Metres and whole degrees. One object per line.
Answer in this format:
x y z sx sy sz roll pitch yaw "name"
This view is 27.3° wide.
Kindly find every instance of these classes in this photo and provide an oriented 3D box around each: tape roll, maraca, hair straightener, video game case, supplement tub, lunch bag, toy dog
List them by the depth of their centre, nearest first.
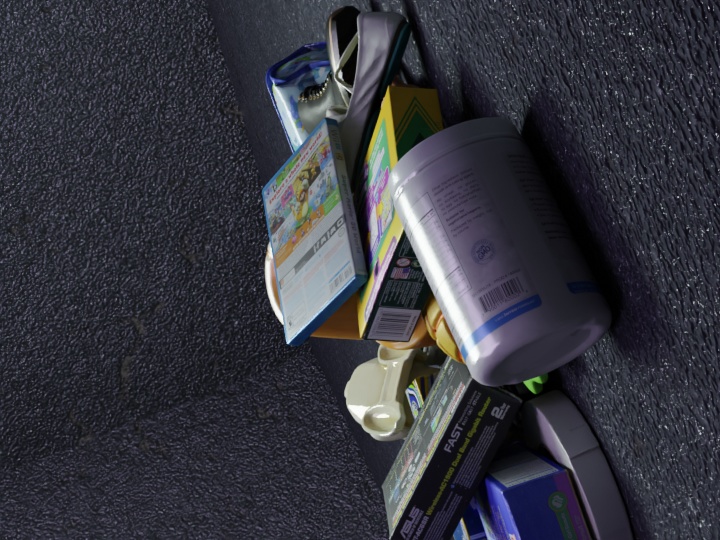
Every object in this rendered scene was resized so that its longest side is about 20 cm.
0.118 -0.015 1.273 0.132 0.132 0.200 86 162 -67 "supplement tub"
0.128 0.047 1.485 0.200 0.107 0.137 43 161 55 "maraca"
0.224 0.223 1.539 0.203 0.037 0.203 159 90 -84 "tape roll"
-0.051 -0.041 1.570 0.143 0.018 0.201 -45 46 43 "video game case"
0.168 0.142 1.689 0.200 0.041 0.077 180 69 -77 "hair straightener"
0.091 0.184 1.877 0.194 0.200 0.140 -28 46 49 "toy dog"
-0.046 -0.214 2.001 0.200 0.127 0.170 -91 -20 -73 "lunch bag"

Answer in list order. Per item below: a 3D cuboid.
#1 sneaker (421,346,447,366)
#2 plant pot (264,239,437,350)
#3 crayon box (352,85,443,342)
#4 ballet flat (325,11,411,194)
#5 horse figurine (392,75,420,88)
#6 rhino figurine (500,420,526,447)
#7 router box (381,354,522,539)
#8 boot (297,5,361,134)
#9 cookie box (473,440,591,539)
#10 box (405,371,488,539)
0.077 0.034 1.893 0.075 0.082 0.201 -149 41 -78 "sneaker"
0.000 0.000 1.690 0.200 0.183 0.201 17 111 53 "plant pot"
0.039 -0.054 1.493 0.200 0.058 0.173 110 160 -52 "crayon box"
-0.001 -0.184 1.594 0.069 0.069 0.201 -126 49 -64 "ballet flat"
0.047 -0.165 1.658 0.200 0.050 0.133 -117 20 -75 "horse figurine"
0.185 0.220 1.729 0.200 0.060 0.088 -131 25 -66 "rhino figurine"
0.094 0.186 1.581 0.150 0.062 0.200 -97 31 -76 "router box"
-0.038 -0.229 1.804 0.138 0.077 0.200 16 133 40 "boot"
0.184 0.280 1.547 0.200 0.075 0.172 -163 54 -82 "cookie box"
0.119 0.216 1.717 0.064 0.070 0.201 114 139 -69 "box"
